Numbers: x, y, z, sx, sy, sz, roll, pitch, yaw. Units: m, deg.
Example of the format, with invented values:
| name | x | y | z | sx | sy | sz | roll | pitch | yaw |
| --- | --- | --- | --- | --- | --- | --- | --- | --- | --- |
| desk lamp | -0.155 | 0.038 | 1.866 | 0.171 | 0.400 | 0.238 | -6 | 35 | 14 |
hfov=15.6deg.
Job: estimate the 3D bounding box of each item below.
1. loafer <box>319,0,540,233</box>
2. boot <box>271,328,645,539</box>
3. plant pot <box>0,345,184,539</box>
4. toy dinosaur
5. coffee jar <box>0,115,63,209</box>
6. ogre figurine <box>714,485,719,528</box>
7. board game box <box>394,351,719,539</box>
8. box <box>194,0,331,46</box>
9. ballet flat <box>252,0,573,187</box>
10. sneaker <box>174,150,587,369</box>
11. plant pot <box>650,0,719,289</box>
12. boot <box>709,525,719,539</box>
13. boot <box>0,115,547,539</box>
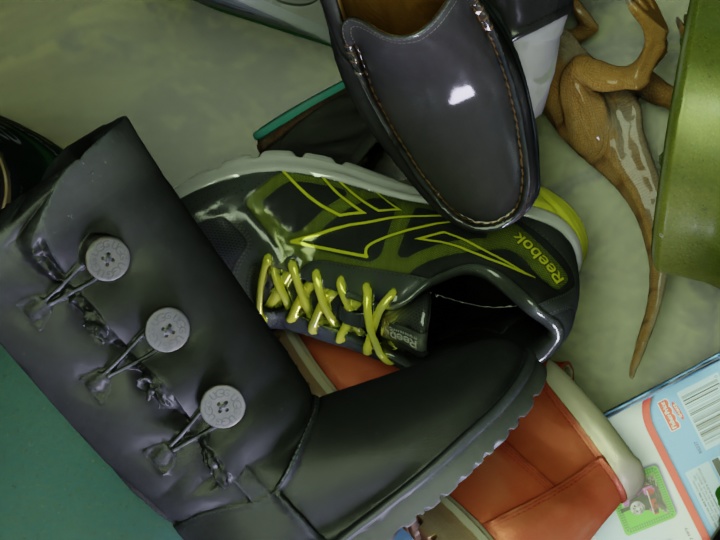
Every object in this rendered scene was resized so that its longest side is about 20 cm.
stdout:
| name | x | y | z | sx | sy | sz | roll | pitch | yaw |
| --- | --- | --- | --- | --- | --- | --- | --- | --- | --- |
| loafer | 0.017 | -0.100 | 1.053 | 0.072 | 0.072 | 0.201 | -26 | 106 | 8 |
| boot | 0.036 | 0.061 | 1.151 | 0.107 | 0.075 | 0.200 | -37 | 55 | -13 |
| plant pot | -0.118 | 0.121 | 1.133 | 0.199 | 0.200 | 0.189 | 13 | 78 | 9 |
| toy dinosaur | 0.111 | -0.067 | 1.171 | 0.106 | 0.060 | 0.200 | -42 | 75 | 28 |
| coffee jar | -0.186 | -0.031 | 1.134 | 0.104 | 0.200 | 0.086 | 28 | 93 | 9 |
| ogre figurine | 0.247 | 0.128 | 1.019 | 0.120 | 0.098 | 0.200 | -37 | 50 | -25 |
| board game box | 0.107 | 0.149 | 1.167 | 0.199 | 0.037 | 0.152 | -27 | 85 | 6 |
| box | -0.046 | -0.215 | 1.121 | 0.096 | 0.176 | 0.201 | 20 | 91 | 31 |
| ballet flat | 0.040 | -0.082 | 1.142 | 0.200 | 0.068 | 0.069 | -35 | 90 | 33 |
| sneaker | 0.000 | 0.000 | 1.115 | 0.199 | 0.085 | 0.075 | -1 | 124 | 0 |
| plant pot | 0.221 | -0.049 | 1.071 | 0.192 | 0.200 | 0.202 | 10 | 90 | 9 |
| boot | 0.199 | 0.189 | 1.108 | 0.143 | 0.072 | 0.201 | 18 | 104 | -5 |
| boot | -0.044 | 0.021 | 1.043 | 0.165 | 0.066 | 0.200 | -41 | 96 | -12 |
